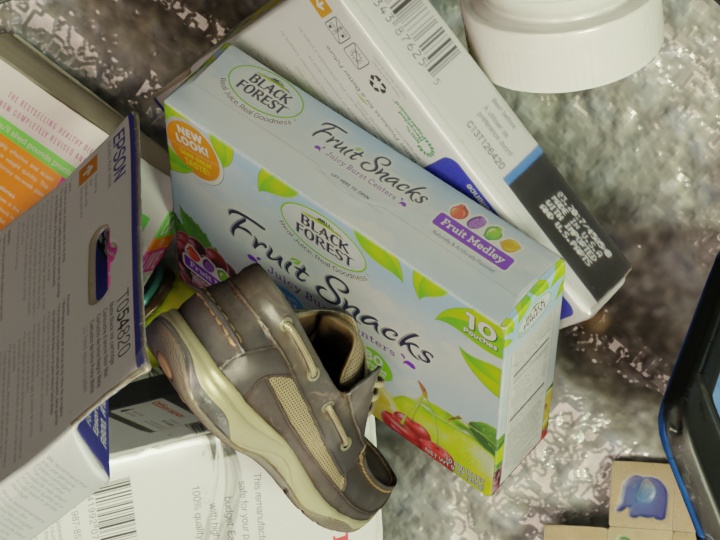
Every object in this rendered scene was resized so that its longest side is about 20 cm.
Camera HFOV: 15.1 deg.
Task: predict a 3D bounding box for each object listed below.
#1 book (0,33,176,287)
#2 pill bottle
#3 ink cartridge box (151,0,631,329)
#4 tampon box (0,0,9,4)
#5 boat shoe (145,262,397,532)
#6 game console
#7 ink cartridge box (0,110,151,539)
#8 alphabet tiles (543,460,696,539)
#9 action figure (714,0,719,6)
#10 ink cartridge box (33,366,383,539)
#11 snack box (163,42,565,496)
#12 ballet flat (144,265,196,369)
[{"bbox_3d":[-0.181,0.002,1.362,0.133,0.048,0.201,37,108,12],"label":"book"},{"bbox_3d":[0.081,-0.187,1.190,0.109,0.110,0.201,1,123,17],"label":"pill bottle"},{"bbox_3d":[0.011,-0.045,1.297,0.198,0.047,0.200,51,154,-9],"label":"ink cartridge box"},{"bbox_3d":[-0.147,-0.242,1.233,0.149,0.126,0.201,-15,109,24],"label":"tampon box"},{"bbox_3d":[-0.022,0.059,1.230,0.073,0.200,0.075,-39,59,4],"label":"boat shoe"},{"bbox_3d":[0.227,0.085,1.223,0.118,0.200,0.172,-16,108,22],"label":"game console"},{"bbox_3d":[-0.158,0.048,1.248,0.200,0.200,0.041,-37,122,21],"label":"ink cartridge box"},{"bbox_3d":[0.185,0.182,1.348,0.199,0.008,0.168,2,88,17],"label":"alphabet tiles"},{"bbox_3d":[0.199,-0.143,1.183,0.200,0.102,0.119,36,118,-19],"label":"action figure"},{"bbox_3d":[-0.096,0.128,1.352,0.199,0.084,0.146,-13,118,-18],"label":"ink cartridge box"},{"bbox_3d":[0.000,0.000,1.270,0.200,0.053,0.143,33,149,22],"label":"snack box"},{"bbox_3d":[-0.146,0.074,1.416,0.200,0.067,0.067,-36,113,27],"label":"ballet flat"}]
